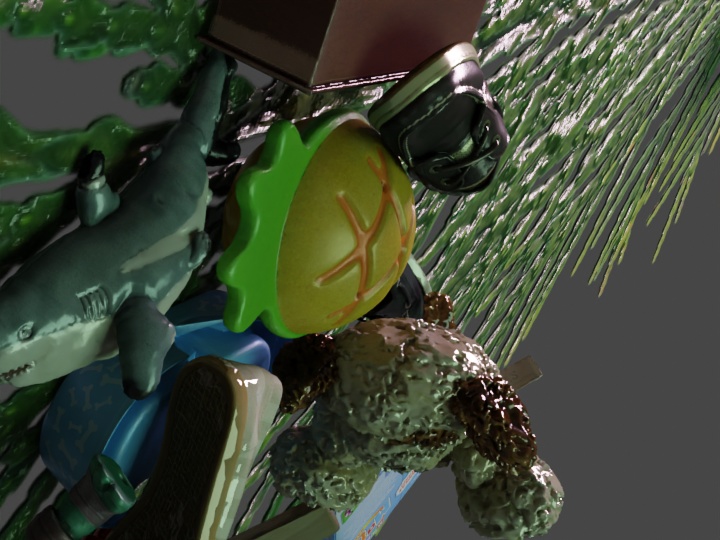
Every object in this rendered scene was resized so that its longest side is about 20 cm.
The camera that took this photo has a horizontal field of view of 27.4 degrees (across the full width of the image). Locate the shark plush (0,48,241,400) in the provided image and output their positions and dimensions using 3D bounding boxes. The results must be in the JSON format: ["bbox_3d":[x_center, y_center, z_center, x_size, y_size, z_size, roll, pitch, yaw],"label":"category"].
[{"bbox_3d":[-0.110,-0.024,0.722,0.200,0.091,0.083,-52,129,-10],"label":"shark plush"}]

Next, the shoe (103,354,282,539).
[{"bbox_3d":[-0.097,0.141,0.823,0.053,0.070,0.201,2,114,-58],"label":"shoe"}]

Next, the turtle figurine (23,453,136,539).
[{"bbox_3d":[-0.191,0.186,0.757,0.199,0.101,0.150,-33,117,-3],"label":"turtle figurine"}]

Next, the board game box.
[{"bbox_3d":[0.008,0.179,1.336,0.151,0.036,0.200,-49,157,-29],"label":"board game box"}]

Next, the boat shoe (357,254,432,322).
[{"bbox_3d":[0.002,0.001,1.015,0.066,0.074,0.200,-49,158,-22],"label":"boat shoe"}]

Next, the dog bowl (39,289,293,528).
[{"bbox_3d":[-0.112,0.074,0.872,0.200,0.049,0.112,-26,141,-57],"label":"dog bowl"}]

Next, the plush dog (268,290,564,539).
[{"bbox_3d":[0.036,0.079,0.934,0.172,0.199,0.161,53,47,-74],"label":"plush dog"}]

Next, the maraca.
[{"bbox_3d":[-0.031,-0.026,0.837,0.200,0.106,0.138,-7,109,-70],"label":"maraca"}]

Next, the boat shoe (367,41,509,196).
[{"bbox_3d":[0.055,-0.080,0.847,0.073,0.065,0.200,-36,174,9],"label":"boat shoe"}]

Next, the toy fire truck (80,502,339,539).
[{"bbox_3d":[-0.111,0.208,0.984,0.176,0.128,0.201,91,23,-54],"label":"toy fire truck"}]

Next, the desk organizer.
[{"bbox_3d":[0.003,-0.152,0.807,0.200,0.071,0.077,-22,135,-61],"label":"desk organizer"}]
